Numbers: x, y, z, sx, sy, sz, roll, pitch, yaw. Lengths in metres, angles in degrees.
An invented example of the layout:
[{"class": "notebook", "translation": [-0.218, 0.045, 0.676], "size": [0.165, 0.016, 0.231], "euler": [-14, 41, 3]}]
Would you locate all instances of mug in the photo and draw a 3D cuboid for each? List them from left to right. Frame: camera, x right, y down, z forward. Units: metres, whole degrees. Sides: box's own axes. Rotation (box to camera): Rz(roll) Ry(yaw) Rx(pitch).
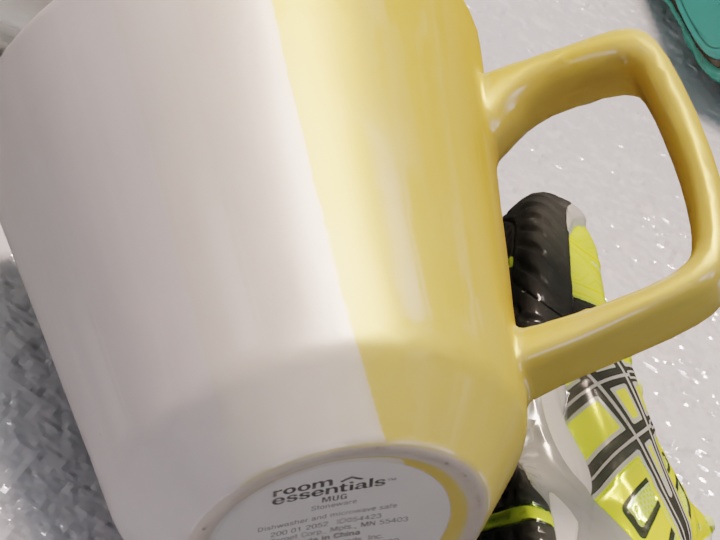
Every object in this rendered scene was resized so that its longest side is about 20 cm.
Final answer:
[{"class": "mug", "translation": [-0.009, 0.000, 0.795], "size": [0.149, 0.186, 0.154], "euler": [26, 38, -42]}]

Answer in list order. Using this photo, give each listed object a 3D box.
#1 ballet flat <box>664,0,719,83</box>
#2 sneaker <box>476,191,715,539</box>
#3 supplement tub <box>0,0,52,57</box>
[{"class": "ballet flat", "translation": [0.145, -0.134, 1.189], "size": [0.070, 0.067, 0.201], "euler": [35, 25, -40]}, {"class": "sneaker", "translation": [0.060, 0.064, 0.861], "size": [0.076, 0.075, 0.201], "euler": [23, 44, -24]}, {"class": "supplement tub", "translation": [-0.078, -0.162, 0.918], "size": [0.144, 0.201, 0.145], "euler": [20, 34, -15]}]
